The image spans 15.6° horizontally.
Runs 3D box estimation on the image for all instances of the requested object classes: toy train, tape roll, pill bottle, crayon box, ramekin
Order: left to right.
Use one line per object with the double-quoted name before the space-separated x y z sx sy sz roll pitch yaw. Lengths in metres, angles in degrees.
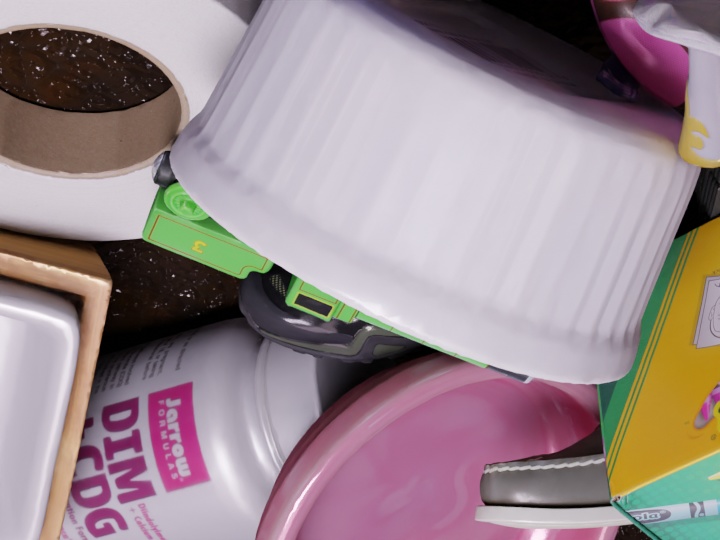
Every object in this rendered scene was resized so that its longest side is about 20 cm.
"tape roll" -0.124 -0.083 1.120 0.202 0.037 0.203 2 146 1
"pill bottle" -0.083 0.088 1.301 0.200 0.114 0.113 -17 141 26
"toy train" 0.000 0.000 1.130 0.199 0.042 0.056 23 141 -6
"ramekin" 0.035 -0.046 1.023 0.200 0.201 0.098 19 106 -22
"crayon box" 0.193 0.023 1.077 0.200 0.119 0.058 -28 133 27

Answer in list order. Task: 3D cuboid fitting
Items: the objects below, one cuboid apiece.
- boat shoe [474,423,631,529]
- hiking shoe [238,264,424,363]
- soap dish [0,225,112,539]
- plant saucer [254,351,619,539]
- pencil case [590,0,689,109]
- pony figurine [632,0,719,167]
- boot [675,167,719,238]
"boat shoe" 0.144 0.081 1.203 0.201 0.061 0.072 -6 -178 -18
"hiking shoe" 0.035 -0.023 1.178 0.199 0.076 0.101 -12 132 10
"soap dish" -0.220 0.037 1.211 0.199 0.081 0.158 15 121 0
"plant saucer" 0.031 0.115 1.227 0.200 0.051 0.201 -18 127 -25
"pencil case" 0.177 -0.132 0.981 0.200 0.091 0.094 -27 125 33
"pony figurine" 0.139 -0.108 0.858 0.193 0.167 0.200 16 152 46
"boot" 0.208 -0.008 1.181 0.130 0.068 0.200 1 147 -5
